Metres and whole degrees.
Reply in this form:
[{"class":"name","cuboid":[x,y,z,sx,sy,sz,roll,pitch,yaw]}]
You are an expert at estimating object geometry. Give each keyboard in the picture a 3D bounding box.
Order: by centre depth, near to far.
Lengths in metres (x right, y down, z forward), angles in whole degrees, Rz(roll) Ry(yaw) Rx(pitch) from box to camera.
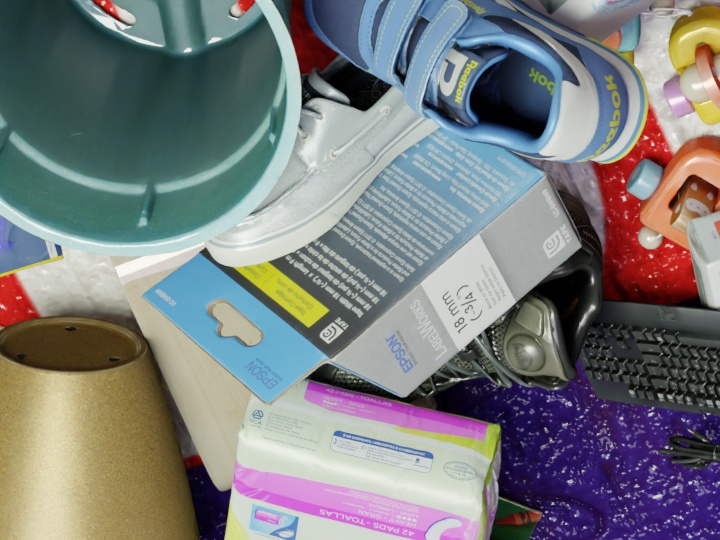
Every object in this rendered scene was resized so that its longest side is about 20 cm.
[{"class":"keyboard","cuboid":[0.201,0.073,1.717,0.200,0.021,0.127,6,131,55]}]

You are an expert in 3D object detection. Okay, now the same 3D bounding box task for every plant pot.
[{"class":"plant pot","cuboid":[-0.119,-0.143,1.604,0.199,0.196,0.201,3,121,5]},{"class":"plant pot","cuboid":[-0.178,0.136,1.765,0.186,0.186,0.201,5,110,5]}]

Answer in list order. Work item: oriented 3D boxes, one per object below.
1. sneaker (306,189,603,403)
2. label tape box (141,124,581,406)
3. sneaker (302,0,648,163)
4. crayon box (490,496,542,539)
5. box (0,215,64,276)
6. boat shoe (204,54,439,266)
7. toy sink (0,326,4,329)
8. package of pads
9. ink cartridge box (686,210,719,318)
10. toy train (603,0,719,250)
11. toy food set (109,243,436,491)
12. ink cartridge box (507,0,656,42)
[{"class":"sneaker","cuboid":[0.056,0.040,1.708,0.199,0.114,0.076,-31,118,6]},{"class":"label tape box","cuboid":[0.000,0.000,1.649,0.200,0.144,0.063,-40,131,-11]},{"class":"sneaker","cuboid":[0.049,-0.113,1.525,0.200,0.082,0.074,25,112,24]},{"class":"crayon box","cuboid":[0.020,0.217,1.878,0.127,0.051,0.200,21,120,-3]},{"class":"box","cuboid":[-0.278,-0.014,1.731,0.199,0.064,0.070,-17,101,-9]},{"class":"boat shoe","cuboid":[-0.015,-0.086,1.638,0.201,0.070,0.072,-39,135,-9]},{"class":"toy sink","cuboid":[-0.304,0.097,1.820,0.199,0.112,0.131,17,121,-2]},{"class":"package of pads","cuboid":[0.000,0.154,1.751,0.154,0.068,0.200,13,139,2]},{"class":"ink cartridge box","cuboid":[0.298,0.010,1.714,0.199,0.050,0.163,-20,130,-2]},{"class":"toy train","cuboid":[0.154,-0.092,1.678,0.200,0.056,0.150,34,118,-12]},{"class":"toy food set","cuboid":[-0.053,0.027,1.783,0.143,0.060,0.200,-21,117,6]},{"class":"ink cartridge box","cuboid":[0.119,-0.210,1.567,0.200,0.087,0.146,-37,81,28]}]
